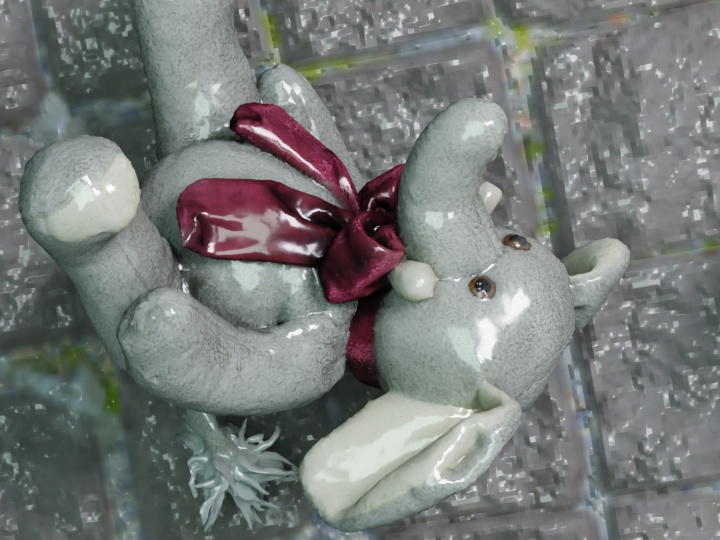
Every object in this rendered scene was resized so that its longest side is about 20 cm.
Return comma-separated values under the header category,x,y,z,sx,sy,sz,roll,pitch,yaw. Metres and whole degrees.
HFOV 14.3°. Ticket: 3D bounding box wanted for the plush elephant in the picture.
category,x,y,z,sx,sy,sz,roll,pitch,yaw
plush elephant,0.000,0.000,0.937,0.154,0.165,0.201,-3,119,19
